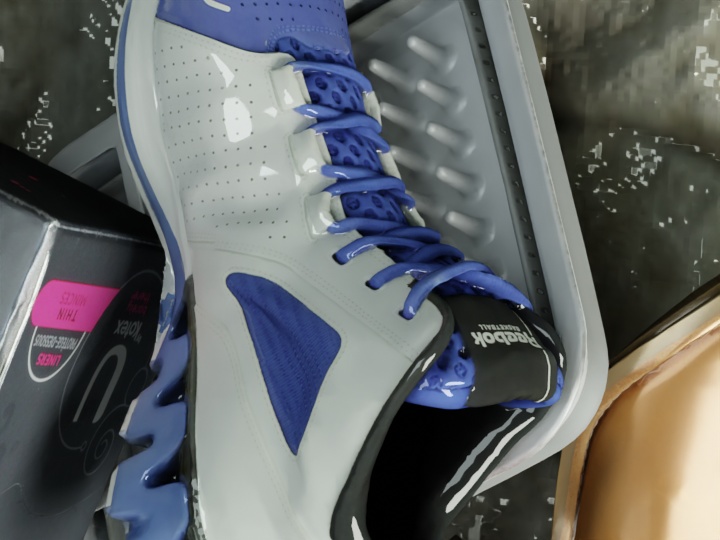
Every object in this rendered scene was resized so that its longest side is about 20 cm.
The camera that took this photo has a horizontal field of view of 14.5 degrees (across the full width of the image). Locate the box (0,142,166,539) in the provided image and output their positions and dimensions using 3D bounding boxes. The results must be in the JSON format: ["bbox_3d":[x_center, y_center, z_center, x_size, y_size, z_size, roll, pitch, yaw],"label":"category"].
[{"bbox_3d":[-0.164,-0.005,0.808,0.199,0.122,0.107,26,95,16],"label":"box"}]

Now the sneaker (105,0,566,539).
[{"bbox_3d":[0.000,0.001,0.747,0.115,0.080,0.201,-7,79,36],"label":"sneaker"}]

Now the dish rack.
[{"bbox_3d":[-0.013,0.010,0.830,0.199,0.043,0.173,-30,57,32],"label":"dish rack"}]

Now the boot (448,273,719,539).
[{"bbox_3d":[0.109,0.099,0.808,0.155,0.077,0.200,44,97,7],"label":"boot"}]
